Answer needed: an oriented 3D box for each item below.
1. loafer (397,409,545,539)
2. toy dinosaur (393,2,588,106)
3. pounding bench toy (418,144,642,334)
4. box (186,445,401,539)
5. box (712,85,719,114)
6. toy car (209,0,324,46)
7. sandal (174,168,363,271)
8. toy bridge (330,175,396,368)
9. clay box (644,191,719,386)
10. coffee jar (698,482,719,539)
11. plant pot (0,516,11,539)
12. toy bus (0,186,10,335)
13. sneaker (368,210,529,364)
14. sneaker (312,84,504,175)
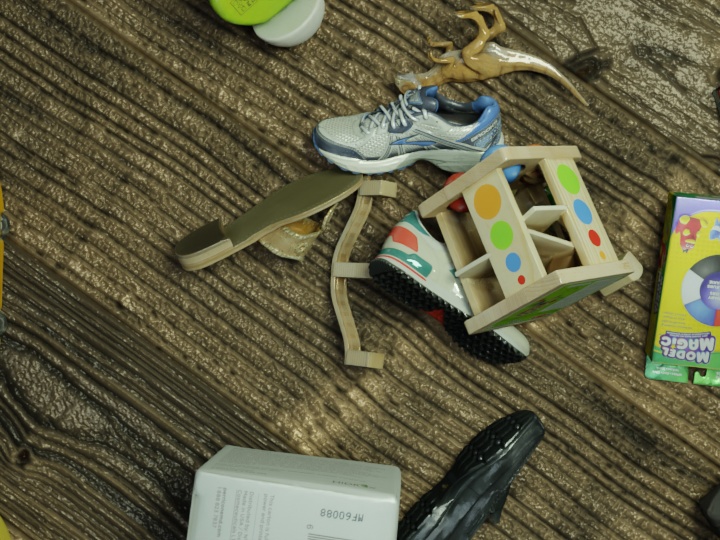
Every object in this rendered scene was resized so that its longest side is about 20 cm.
[{"bbox_3d":[0.122,0.230,1.110,0.070,0.068,0.201,43,89,-16],"label":"loafer"},{"bbox_3d":[0.135,-0.224,1.124,0.199,0.060,0.106,-3,113,8],"label":"toy dinosaur"},{"bbox_3d":[0.183,-0.042,1.070,0.124,0.200,0.156,-34,71,43],"label":"pounding bench toy"},{"bbox_3d":[-0.068,0.292,1.062,0.199,0.171,0.200,8,90,4],"label":"box"},{"bbox_3d":[0.483,-0.152,1.103,0.199,0.040,0.137,-16,88,3],"label":"box"},{"bbox_3d":[-0.090,-0.346,1.092,0.200,0.175,0.150,-46,53,2],"label":"toy car"},{"bbox_3d":[-0.086,-0.037,1.128,0.211,0.078,0.070,-23,121,0],"label":"sandal"},{"bbox_3d":[0.000,0.000,1.118,0.067,0.027,0.201,1,86,43],"label":"toy bridge"},{"bbox_3d":[0.360,0.026,1.087,0.115,0.048,0.201,5,101,4],"label":"clay box"},{"bbox_3d":[0.441,0.283,1.078,0.104,0.085,0.200,-42,88,5],"label":"coffee jar"},{"bbox_3d":[-0.477,0.323,1.075,0.200,0.189,0.201,0,90,2],"label":"plant pot"},{"bbox_3d":[-0.423,-0.011,1.137,0.078,0.065,0.201,2,90,3],"label":"toy bus"},{"bbox_3d":[0.106,0.015,1.099,0.200,0.070,0.094,35,63,-15],"label":"sneaker"},{"bbox_3d":[0.050,-0.153,1.094,0.199,0.085,0.077,-2,48,-3],"label":"sneaker"}]
